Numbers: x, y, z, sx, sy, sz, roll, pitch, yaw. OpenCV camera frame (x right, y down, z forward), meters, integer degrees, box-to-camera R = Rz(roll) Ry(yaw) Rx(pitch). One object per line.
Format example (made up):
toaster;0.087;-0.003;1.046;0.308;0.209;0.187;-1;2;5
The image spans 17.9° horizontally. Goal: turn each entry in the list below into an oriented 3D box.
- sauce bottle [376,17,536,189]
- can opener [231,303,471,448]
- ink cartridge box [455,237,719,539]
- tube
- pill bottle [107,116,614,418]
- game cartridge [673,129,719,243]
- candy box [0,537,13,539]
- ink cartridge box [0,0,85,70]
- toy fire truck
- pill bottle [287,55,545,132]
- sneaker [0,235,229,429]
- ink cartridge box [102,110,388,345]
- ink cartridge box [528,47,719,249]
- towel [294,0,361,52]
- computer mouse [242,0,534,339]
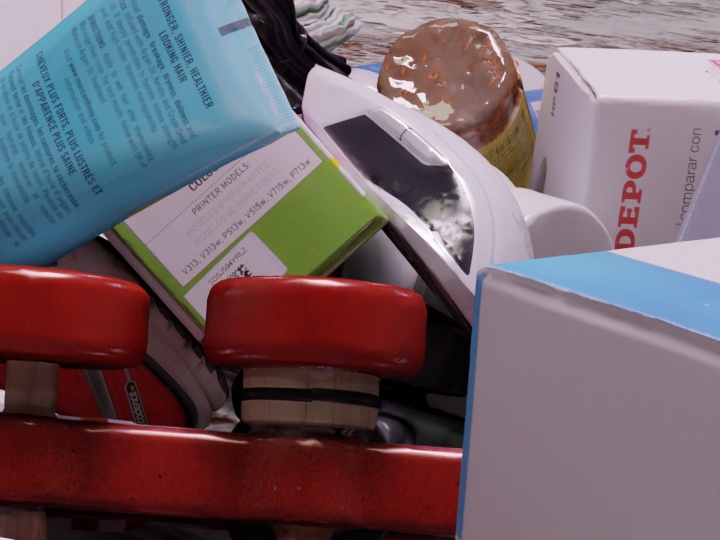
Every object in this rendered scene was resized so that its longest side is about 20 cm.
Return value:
sauce bottle;0.054;-0.040;1.052;0.066;0.066;0.200;8;-26;16
can opener;0.042;0.066;0.813;0.200;0.079;0.063;23;13;29
ink cartridge box;0.146;0.074;0.625;0.200;0.147;0.146;-7;17;-37
tube;-0.112;-0.027;0.714;0.200;0.078;0.050;-32;-12;23
pill bottle;0.000;0.000;0.951;0.200;0.114;0.114;16;18;40
game cartridge;0.198;0.030;0.776;0.200;0.133;0.042;22;-7;14
candy box;-0.144;0.118;0.510;0.167;0.072;0.200;7;15;13
ink cartridge box;-0.177;-0.116;1.167;0.084;0.145;0.200;0;-10;-14
toy fire truck;-0.055;0.064;0.719;0.200;0.112;0.168;3;-6;-1
pill bottle;0.015;-0.050;1.163;0.112;0.112;0.200;14;16;35
sneaker;-0.132;0.004;0.793;0.200;0.085;0.077;46;-2;-20
ink cartridge box;-0.088;-0.068;0.807;0.076;0.200;0.148;-41;4;-2
ink cartridge box;0.176;-0.015;0.994;0.200;0.145;0.085;2;20;-8
towel;-0.098;-0.063;1.095;0.200;0.031;0.149;-36;0;18
computer mouse;0.013;-0.044;0.841;0.044;0.110;0.200;-37;56;-3
